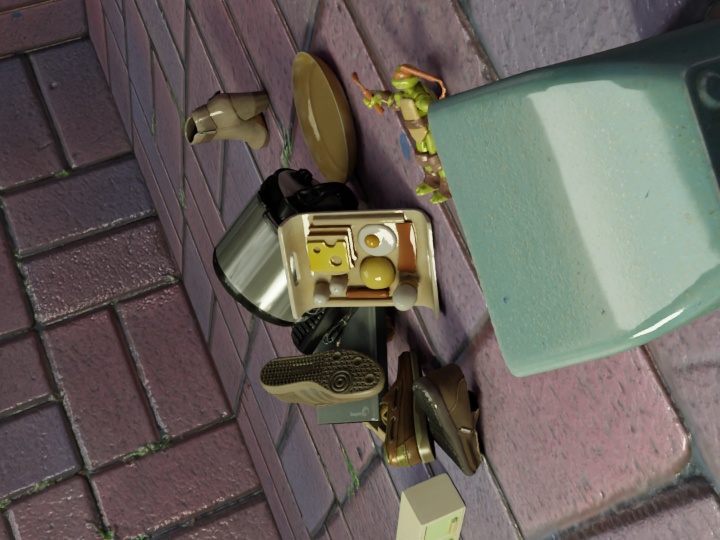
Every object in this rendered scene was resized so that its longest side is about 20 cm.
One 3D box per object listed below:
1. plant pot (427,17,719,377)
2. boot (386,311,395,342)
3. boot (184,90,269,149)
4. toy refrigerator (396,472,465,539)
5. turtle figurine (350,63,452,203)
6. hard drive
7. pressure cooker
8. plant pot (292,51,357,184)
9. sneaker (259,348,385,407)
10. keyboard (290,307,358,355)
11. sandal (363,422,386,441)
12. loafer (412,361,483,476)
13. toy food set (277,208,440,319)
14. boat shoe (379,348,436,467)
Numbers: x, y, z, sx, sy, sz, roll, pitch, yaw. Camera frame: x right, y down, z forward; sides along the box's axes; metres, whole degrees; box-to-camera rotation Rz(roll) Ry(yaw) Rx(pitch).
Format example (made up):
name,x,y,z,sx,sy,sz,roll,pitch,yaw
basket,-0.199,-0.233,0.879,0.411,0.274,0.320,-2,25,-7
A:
name,x,y,z,sx,sy,sz,roll,pitch,yaw
plant pot,0.195,-0.058,0.679,0.200,0.194,0.198,-15,94,63
boot,-0.004,0.089,1.655,0.108,0.074,0.200,67,154,24
boot,-0.238,-0.254,1.886,0.071,0.145,0.200,63,162,19
toy refrigerator,0.104,0.395,1.616,0.201,0.075,0.070,93,153,-49
turtle figurine,0.064,-0.162,1.176,0.199,0.064,0.163,21,135,58
hard drive,-0.014,0.120,1.547,0.139,0.033,0.202,-13,76,49
pressure cooker,-0.091,-0.044,1.488,0.200,0.178,0.176,-49,26,21
plant pot,-0.048,-0.218,1.535,0.200,0.027,0.202,161,90,-74
sneaker,-0.044,0.156,1.509,0.076,0.198,0.071,49,-130,-49
keyboard,-0.032,0.033,1.526,0.201,0.021,0.127,-59,33,5
sandal,0.024,0.232,1.694,0.212,0.077,0.070,46,146,45
loafer,0.128,0.189,1.347,0.073,0.071,0.201,45,166,39
toy food set,0.000,0.000,1.366,0.061,0.198,0.145,-72,-22,-56
boat shoe,0.056,0.181,1.448,0.201,0.067,0.072,-92,-15,-57
